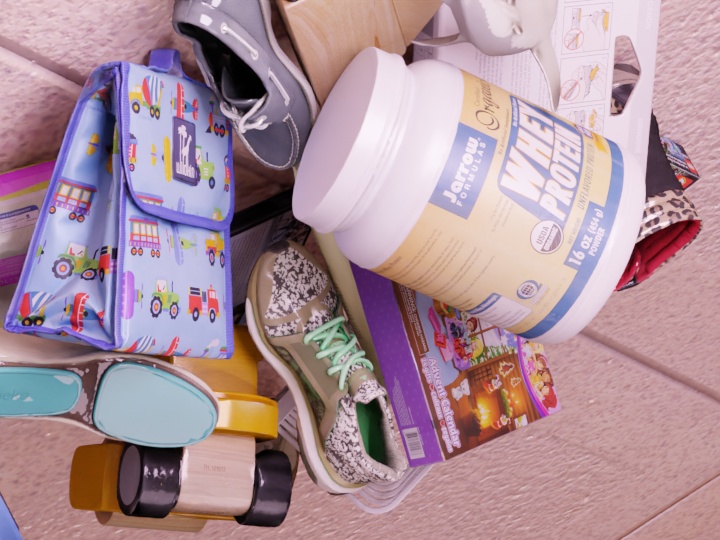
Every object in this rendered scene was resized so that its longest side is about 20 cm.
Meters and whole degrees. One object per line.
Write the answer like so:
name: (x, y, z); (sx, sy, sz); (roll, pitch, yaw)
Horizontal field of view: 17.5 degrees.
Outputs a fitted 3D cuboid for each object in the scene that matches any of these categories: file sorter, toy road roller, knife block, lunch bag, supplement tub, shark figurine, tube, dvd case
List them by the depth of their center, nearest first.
shark figurine: (0.065, -0.166, 1.472); (0.089, 0.129, 0.214); (-8, 171, 23)
knife block: (-0.035, -0.185, 1.506); (0.175, 0.064, 0.200); (2, 142, -39)
supplement tub: (0.070, -0.050, 1.531); (0.199, 0.145, 0.145); (23, 133, -16)
lunch bag: (-0.145, -0.048, 1.555); (0.094, 0.202, 0.150); (8, 180, 27)
tube: (0.000, 0.000, 1.698); (0.052, 0.201, 0.058); (-32, -168, -25)
toy road roller: (-0.130, 0.116, 1.729); (0.122, 0.147, 0.200); (7, 169, -23)
dvd case: (-0.116, 0.012, 1.746); (0.199, 0.018, 0.143); (-26, 152, -41)
file sorter: (0.016, 0.101, 1.842); (0.139, 0.124, 0.200); (-48, 180, 3)

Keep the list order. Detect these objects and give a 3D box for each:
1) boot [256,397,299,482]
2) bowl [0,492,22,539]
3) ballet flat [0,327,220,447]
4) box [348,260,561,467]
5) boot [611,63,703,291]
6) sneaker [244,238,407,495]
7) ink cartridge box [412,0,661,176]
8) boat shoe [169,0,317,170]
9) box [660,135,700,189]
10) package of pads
boot: (-0.129, 0.135, 1.943); (0.154, 0.200, 0.072); (19, 105, -6)
bowl: (-0.281, 0.104, 1.531); (0.039, 0.201, 0.201); (-29, 153, -10)
ballet flat: (-0.190, 0.073, 1.590); (0.199, 0.070, 0.070); (14, 135, -31)
box: (0.064, 0.027, 1.692); (0.039, 0.201, 0.136); (-15, -177, 45)
boot: (0.158, -0.049, 1.794); (0.199, 0.151, 0.073); (-32, 151, 12)
sneaker: (-0.013, 0.068, 1.658); (0.077, 0.201, 0.088); (-33, -160, -32)
ink cartridge box: (0.121, -0.135, 1.632); (0.175, 0.045, 0.201); (-9, 116, -25)
boat shoe: (-0.081, -0.124, 1.532); (0.072, 0.062, 0.200); (10, 146, 21)
box: (0.165, -0.047, 1.924); (0.200, 0.038, 0.136); (-39, 149, 23)
package of pads: (-0.259, 0.009, 1.651); (0.154, 0.068, 0.200); (-16, 151, -14)
